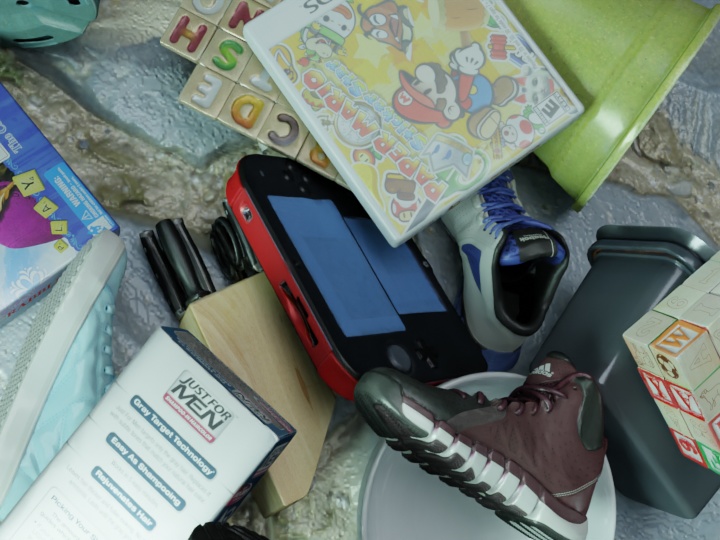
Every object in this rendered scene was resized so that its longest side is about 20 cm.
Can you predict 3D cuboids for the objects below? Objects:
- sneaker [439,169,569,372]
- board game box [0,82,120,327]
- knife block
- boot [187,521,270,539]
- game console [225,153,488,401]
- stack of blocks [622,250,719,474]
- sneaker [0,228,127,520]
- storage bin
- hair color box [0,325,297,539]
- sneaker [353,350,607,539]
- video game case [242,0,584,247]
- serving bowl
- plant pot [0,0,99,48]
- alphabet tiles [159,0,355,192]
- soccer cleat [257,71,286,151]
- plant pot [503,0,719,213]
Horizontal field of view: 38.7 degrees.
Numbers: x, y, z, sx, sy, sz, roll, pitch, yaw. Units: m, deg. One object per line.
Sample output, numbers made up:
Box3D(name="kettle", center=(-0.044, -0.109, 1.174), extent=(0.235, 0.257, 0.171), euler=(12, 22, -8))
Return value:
Box3D(name="sneaker", center=(0.118, -0.027, 0.816), extent=(0.079, 0.115, 0.203), euler=(2, 69, -19))
Box3D(name="board game box", center=(-0.307, -0.044, 0.713), extent=(0.199, 0.041, 0.200), euler=(-40, 87, -28))
Box3D(name="knife block", center=(-0.097, 0.053, 0.738), extent=(0.173, 0.064, 0.203), euler=(22, 64, -10))
Box3D(name="boot", center=(-0.065, 0.248, 0.591), extent=(0.159, 0.079, 0.211), euler=(-55, 138, -8))
Box3D(name="game console", center=(0.000, 0.000, 0.754), extent=(0.175, 0.031, 0.202), euler=(-4, 58, -49))
Box3D(name="stack of blocks", center=(0.293, 0.035, 0.718), extent=(0.199, 0.058, 0.116), euler=(-37, 112, -12))
Box3D(name="sneaker", center=(-0.189, 0.075, 0.691), extent=(0.081, 0.074, 0.203), euler=(27, 79, -25))
Box3D(name="storage bin", center=(0.222, 0.083, 0.798), extent=(0.134, 0.145, 0.201), euler=(-47, 114, -18))
Box3D(name="hair color box", center=(-0.139, 0.143, 0.613), extent=(0.100, 0.061, 0.201), euler=(40, 92, 9))
Box3D(name="sneaker", center=(0.091, 0.091, 0.684), extent=(0.199, 0.075, 0.117), euler=(38, 70, -24))
Box3D(name="video game case", center=(0.040, -0.149, 0.769), extent=(0.181, 0.023, 0.201), euler=(-34, 82, -12))
Box3D(name="serving bowl", center=(0.084, 0.175, 0.742), extent=(0.197, 0.066, 0.204), euler=(2, 85, -19))
Box3D(name="plant pot", center=(-0.263, -0.285, 0.748), extent=(0.197, 0.200, 0.200), euler=(4, 76, -18))
Box3D(name="alphabet tiles", center=(-0.043, -0.169, 0.782), extent=(0.198, 0.008, 0.169), euler=(27, 73, -1))
Box3D(name="soccer cleat", center=(0.011, -0.123, 0.819), extent=(0.196, 0.069, 0.079), euler=(4, 92, -10))
Box3D(name="plant pot", center=(0.168, -0.185, 0.863), extent=(0.183, 0.201, 0.201), euler=(37, 62, 7))
